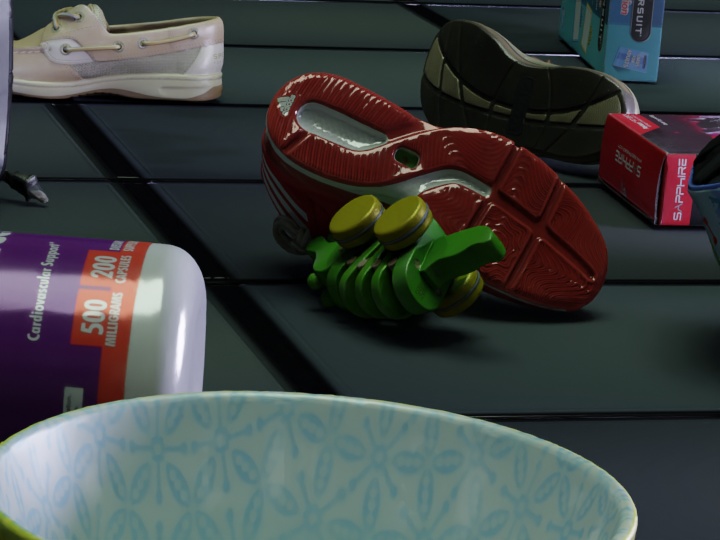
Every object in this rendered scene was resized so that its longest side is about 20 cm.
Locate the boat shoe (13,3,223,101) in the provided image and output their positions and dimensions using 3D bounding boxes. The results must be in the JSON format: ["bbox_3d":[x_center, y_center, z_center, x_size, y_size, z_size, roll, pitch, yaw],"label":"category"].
[{"bbox_3d":[-0.195,-0.157,2.038,0.199,0.065,0.072,3,14,-6],"label":"boat shoe"}]

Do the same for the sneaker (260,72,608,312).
[{"bbox_3d":[0.036,-0.031,1.567,0.200,0.079,0.116,33,-20,2],"label":"sneaker"}]

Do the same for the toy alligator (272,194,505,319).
[{"bbox_3d":[0.000,0.000,1.493,0.054,0.059,0.200,-49,27,-24],"label":"toy alligator"}]

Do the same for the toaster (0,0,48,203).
[{"bbox_3d":[-0.292,-0.131,1.671,0.199,0.182,0.119,10,18,27],"label":"toaster"}]

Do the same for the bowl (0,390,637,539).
[{"bbox_3d":[-0.019,0.115,0.885,0.199,0.108,0.200,4,14,-1],"label":"bowl"}]

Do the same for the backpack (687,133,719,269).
[{"bbox_3d":[0.272,-0.030,1.448,0.199,0.148,0.183,-17,7,15],"label":"backpack"}]

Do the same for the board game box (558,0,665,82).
[{"bbox_3d":[0.206,-0.244,2.333,0.047,0.152,0.200,3,14,-7],"label":"board game box"}]

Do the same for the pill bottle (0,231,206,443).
[{"bbox_3d":[-0.164,0.039,1.145,0.199,0.113,0.112,4,14,2],"label":"pill bottle"}]

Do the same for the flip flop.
[{"bbox_3d":[0.116,-0.115,1.952,0.200,0.081,0.057,19,3,43],"label":"flip flop"}]

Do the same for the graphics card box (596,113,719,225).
[{"bbox_3d":[0.262,-0.062,1.819,0.199,0.051,0.125,2,14,-12],"label":"graphics card box"}]
